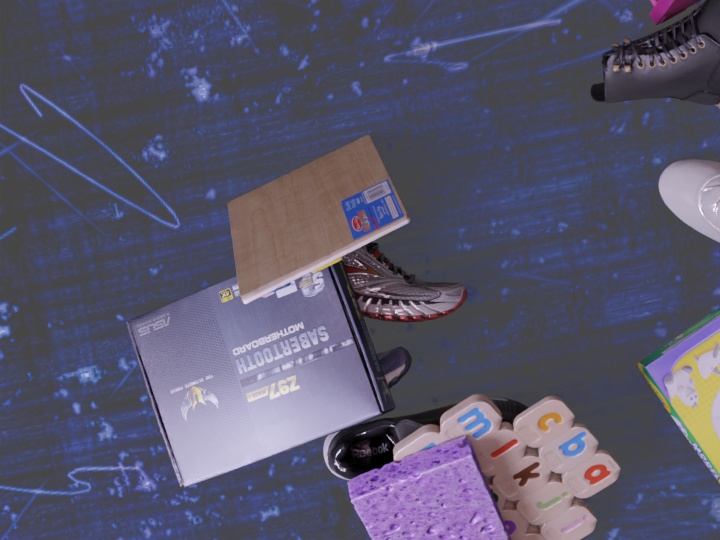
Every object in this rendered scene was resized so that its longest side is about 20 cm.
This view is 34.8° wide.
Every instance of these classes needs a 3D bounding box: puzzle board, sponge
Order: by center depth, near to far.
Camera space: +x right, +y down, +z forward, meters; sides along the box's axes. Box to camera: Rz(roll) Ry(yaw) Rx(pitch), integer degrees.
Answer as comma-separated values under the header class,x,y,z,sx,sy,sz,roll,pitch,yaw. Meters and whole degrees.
class,x,y,z,sx,sy,sz,roll,pitch,yaw
puzzle board,-0.041,-0.048,1.003,0.151,0.200,0.017,-25,118,3
sponge,0.075,0.241,1.013,0.111,0.030,0.200,-21,122,6

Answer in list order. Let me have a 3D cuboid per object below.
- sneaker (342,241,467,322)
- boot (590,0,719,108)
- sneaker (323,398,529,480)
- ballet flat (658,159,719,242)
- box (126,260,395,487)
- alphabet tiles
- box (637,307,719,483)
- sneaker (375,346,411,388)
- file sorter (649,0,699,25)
class,x,y,z,sx,sy,sz,roll,pitch,yaw
sneaker,0.000,0.000,1.049,0.200,0.078,0.082,13,89,4
boot,0.272,-0.195,0.975,0.138,0.200,0.078,-1,63,7
sneaker,0.061,0.159,1.036,0.200,0.090,0.067,-9,87,4
ballet flat,0.363,-0.040,1.030,0.200,0.069,0.069,34,92,4
box,-0.088,0.083,1.005,0.200,0.051,0.158,-21,83,13
alphabet tiles,0.121,0.193,1.015,0.195,0.015,0.200,-35,119,14
box,0.357,0.137,1.039,0.117,0.048,0.200,-35,89,3
sneaker,-0.053,0.097,1.054,0.200,0.078,0.086,-19,85,3
file sorter,0.328,-0.331,0.999,0.200,0.139,0.126,-29,86,3
